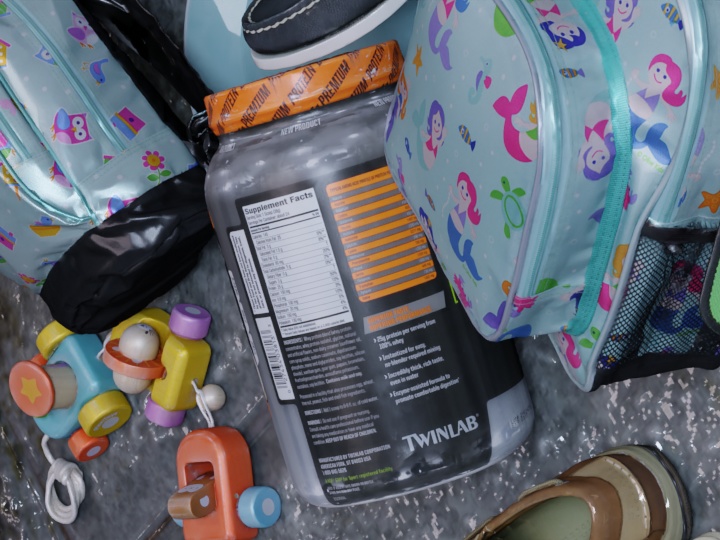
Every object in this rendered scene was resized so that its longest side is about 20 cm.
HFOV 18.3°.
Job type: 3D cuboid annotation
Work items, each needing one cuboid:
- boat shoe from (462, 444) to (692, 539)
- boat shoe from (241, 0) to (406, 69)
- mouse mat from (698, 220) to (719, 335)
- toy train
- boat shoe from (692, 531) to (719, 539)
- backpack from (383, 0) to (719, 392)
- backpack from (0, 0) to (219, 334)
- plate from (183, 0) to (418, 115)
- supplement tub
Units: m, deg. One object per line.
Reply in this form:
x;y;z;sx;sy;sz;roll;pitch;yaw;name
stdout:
0.068;0.149;1.057;0.200;0.074;0.076;-50;61;34;boat shoe
0.019;-0.166;1.041;0.200;0.060;0.076;-33;31;14;boat shoe
0.224;-0.058;0.850;0.008;0.160;0.201;-116;37;-69;mouse mat
-0.134;0.095;1.260;0.200;0.056;0.151;-1;92;43;toy train
0.125;0.211;1.011;0.074;0.069;0.200;35;117;36;boat shoe
0.103;-0.072;0.922;0.178;0.150;0.200;63;143;40;backpack
-0.167;-0.074;1.182;0.200;0.126;0.167;53;147;4;backpack
-0.016;-0.117;1.150;0.200;0.026;0.201;6;98;43;plate
0.000;0.000;1.054;0.122;0.122;0.201;-11;97;44;supplement tub
